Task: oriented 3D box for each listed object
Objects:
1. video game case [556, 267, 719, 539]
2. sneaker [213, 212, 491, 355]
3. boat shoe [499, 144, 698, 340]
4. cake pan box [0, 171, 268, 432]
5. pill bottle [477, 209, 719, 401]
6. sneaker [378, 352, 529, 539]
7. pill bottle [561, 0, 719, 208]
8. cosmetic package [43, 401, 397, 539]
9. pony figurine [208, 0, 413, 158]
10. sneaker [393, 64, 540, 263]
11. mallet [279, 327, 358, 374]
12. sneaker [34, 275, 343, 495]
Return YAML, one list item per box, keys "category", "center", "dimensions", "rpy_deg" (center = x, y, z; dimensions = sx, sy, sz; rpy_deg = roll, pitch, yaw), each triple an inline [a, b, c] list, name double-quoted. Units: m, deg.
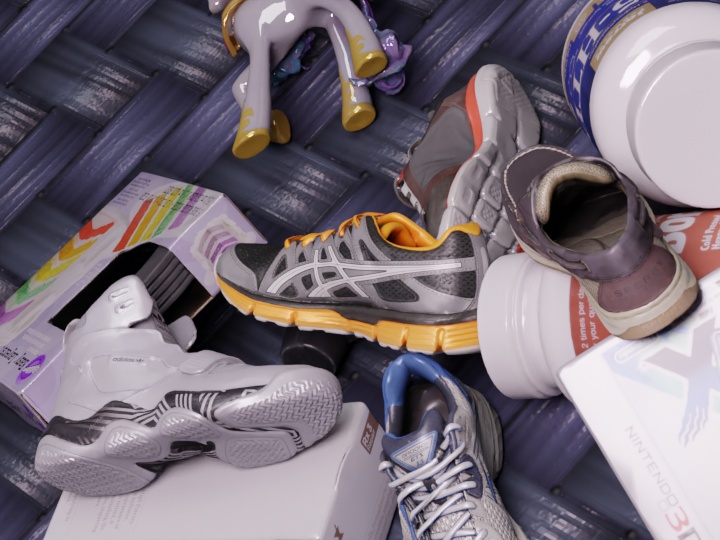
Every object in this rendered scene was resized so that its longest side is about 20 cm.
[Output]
- category: "video game case"
  center: [0.232, 0.078, 1.423]
  dimensions: [0.200, 0.022, 0.182]
  rpy_deg: [-32, 79, 9]
- category: "sneaker"
  center: [0.000, 0.000, 1.627]
  dimensions: [0.200, 0.078, 0.077]
  rpy_deg: [9, 99, 33]
- category: "boat shoe"
  center: [0.122, -0.031, 1.483]
  dimensions: [0.072, 0.065, 0.200]
  rpy_deg: [-30, 29, 0]
- category: "cake pan box"
  center: [-0.164, 0.020, 1.767]
  dimensions: [0.184, 0.052, 0.200]
  rpy_deg: [-46, 19, -9]
- category: "pill bottle"
  center: [0.172, 0.024, 1.535]
  dimensions: [0.200, 0.112, 0.112]
  rpy_deg: [-6, 49, 30]
- category: "sneaker"
  center: [0.043, 0.127, 1.547]
  dimensions: [0.077, 0.085, 0.200]
  rpy_deg: [-26, 42, 11]
- category: "pill bottle"
  center: [0.188, -0.102, 1.586]
  dimensions: [0.120, 0.120, 0.200]
  rpy_deg: [-32, 14, 4]
- category: "cosmetic package"
  center: [-0.081, 0.141, 1.629]
  dimensions: [0.200, 0.074, 0.102]
  rpy_deg: [-3, 50, 30]
- category: "pony figurine"
  center: [-0.038, -0.191, 1.876]
  dimensions: [0.193, 0.167, 0.200]
  rpy_deg: [-33, 55, 15]
- category: "sneaker"
  center: [0.061, -0.045, 1.718]
  dimensions: [0.082, 0.077, 0.200]
  rpy_deg: [-24, 29, 29]
- category: "mallet"
  center: [0.047, 0.025, 1.684]
  dimensions: [0.200, 0.041, 0.066]
  rpy_deg: [-9, 45, 21]
- category: "sneaker"
  center: [-0.102, 0.057, 1.598]
  dimensions: [0.200, 0.075, 0.115]
  rpy_deg: [-15, 57, 26]
